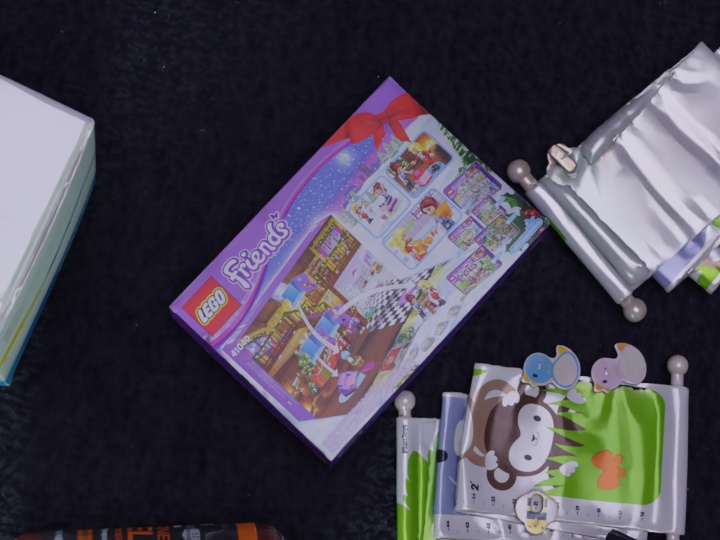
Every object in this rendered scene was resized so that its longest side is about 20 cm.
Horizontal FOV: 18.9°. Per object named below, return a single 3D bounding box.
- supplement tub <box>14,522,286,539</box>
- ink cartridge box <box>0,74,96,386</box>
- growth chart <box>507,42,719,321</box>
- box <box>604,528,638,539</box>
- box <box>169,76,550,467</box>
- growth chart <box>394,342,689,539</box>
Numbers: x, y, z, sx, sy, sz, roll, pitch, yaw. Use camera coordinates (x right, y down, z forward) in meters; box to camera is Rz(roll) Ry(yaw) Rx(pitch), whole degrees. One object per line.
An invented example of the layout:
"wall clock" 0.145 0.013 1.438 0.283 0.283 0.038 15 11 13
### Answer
"supplement tub" -0.103 0.201 1.257 0.198 0.107 0.108 -1 83 -8
"ink cartridge box" -0.240 -0.034 1.221 0.146 0.200 0.146 24 81 -4
"growth chart" 0.211 -0.061 1.362 0.199 0.018 0.145 -35 89 -9
"box" 0.184 0.262 1.235 0.159 0.044 0.201 24 47 4
"box" 0.000 0.000 1.319 0.137 0.039 0.200 43 80 7
"growth chart" 0.112 0.120 1.337 0.198 0.018 0.146 -5 83 -8
